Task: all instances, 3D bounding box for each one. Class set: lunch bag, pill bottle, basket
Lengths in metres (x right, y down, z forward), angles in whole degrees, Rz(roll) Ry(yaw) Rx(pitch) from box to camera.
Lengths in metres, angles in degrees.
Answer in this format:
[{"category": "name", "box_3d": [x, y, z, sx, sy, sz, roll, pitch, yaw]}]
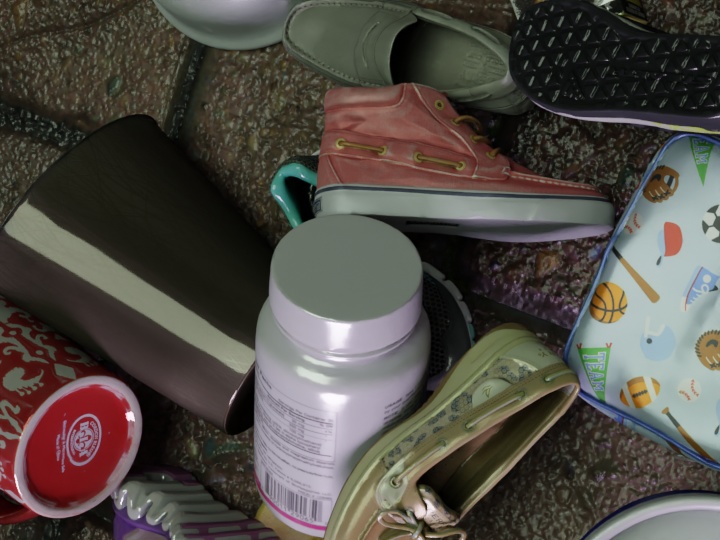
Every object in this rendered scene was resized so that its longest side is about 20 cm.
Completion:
[{"category": "lunch bag", "box_3d": [0.227, 0.024, 1.173, 0.159, 0.075, 0.201, 27, 98, 23]}, {"category": "pill bottle", "box_3d": [-0.012, 0.069, 1.210, 0.113, 0.113, 0.201, 31, 140, 25]}, {"category": "basket", "box_3d": [-0.130, 0.010, 1.318, 0.200, 0.180, 0.136, 37, 144, 15]}]

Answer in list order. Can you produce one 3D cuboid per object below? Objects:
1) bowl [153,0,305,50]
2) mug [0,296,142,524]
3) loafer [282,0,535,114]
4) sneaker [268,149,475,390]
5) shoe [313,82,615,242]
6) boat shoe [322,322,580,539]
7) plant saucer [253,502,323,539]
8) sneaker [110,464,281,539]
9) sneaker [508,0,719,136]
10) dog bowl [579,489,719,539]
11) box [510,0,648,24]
[{"category": "bowl", "box_3d": [-0.099, -0.264, 1.346, 0.199, 0.090, 0.203, -1, 87, 26]}, {"category": "mug", "box_3d": [-0.248, 0.100, 1.364, 0.133, 0.178, 0.199, -45, 45, -19]}, {"category": "loafer", "box_3d": [0.030, -0.152, 1.282, 0.199, 0.070, 0.071, 13, 92, 25]}, {"category": "sneaker", "box_3d": [0.000, 0.000, 1.278, 0.078, 0.091, 0.201, -43, 70, 19]}, {"category": "shoe", "box_3d": [0.070, -0.072, 1.229, 0.198, 0.071, 0.092, 3, 79, -3]}, {"category": "boat shoe", "box_3d": [0.054, 0.124, 1.174, 0.200, 0.073, 0.063, -52, 48, 3]}, {"category": "plant saucer", "box_3d": [-0.047, 0.271, 1.271, 0.201, 0.048, 0.200, -61, 33, 12]}, {"category": "sneaker", "box_3d": [-0.119, 0.206, 1.310, 0.200, 0.080, 0.089, 26, 106, 55]}, {"category": "sneaker", "box_3d": [0.182, -0.115, 1.170, 0.199, 0.083, 0.072, 22, 94, 39]}, {"category": "dog bowl", "box_3d": [0.204, 0.234, 1.133, 0.198, 0.079, 0.202, 0, 87, 7]}, {"category": "box", "box_3d": [0.121, -0.243, 1.255, 0.075, 0.050, 0.202, -23, 77, 25]}]
